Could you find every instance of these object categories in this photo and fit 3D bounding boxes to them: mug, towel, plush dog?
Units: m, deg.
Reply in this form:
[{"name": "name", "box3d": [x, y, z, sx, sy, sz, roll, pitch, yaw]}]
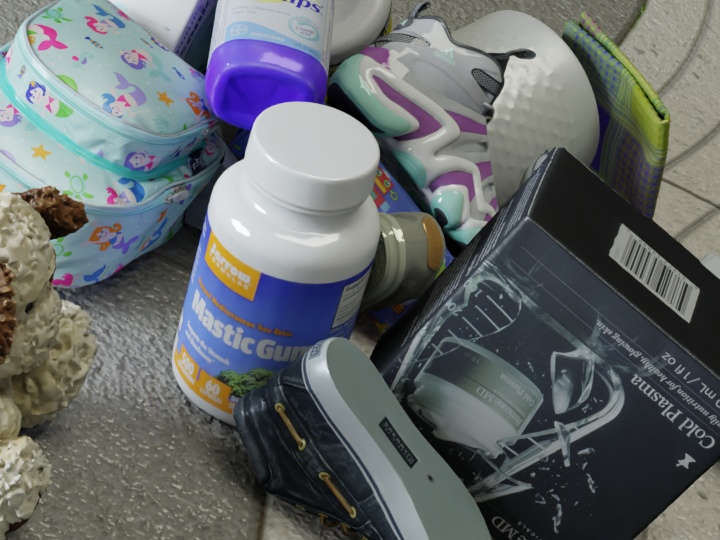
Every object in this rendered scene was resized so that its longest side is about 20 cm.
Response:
[{"name": "mug", "box3d": [0.089, -0.083, 1.850, 0.175, 0.148, 0.200, -30, 67, -32]}, {"name": "towel", "box3d": [0.187, -0.087, 1.899, 0.023, 0.200, 0.144, -17, 52, -25]}, {"name": "plush dog", "box3d": [-0.227, 0.030, 1.387, 0.160, 0.172, 0.200, 23, 30, -7]}]

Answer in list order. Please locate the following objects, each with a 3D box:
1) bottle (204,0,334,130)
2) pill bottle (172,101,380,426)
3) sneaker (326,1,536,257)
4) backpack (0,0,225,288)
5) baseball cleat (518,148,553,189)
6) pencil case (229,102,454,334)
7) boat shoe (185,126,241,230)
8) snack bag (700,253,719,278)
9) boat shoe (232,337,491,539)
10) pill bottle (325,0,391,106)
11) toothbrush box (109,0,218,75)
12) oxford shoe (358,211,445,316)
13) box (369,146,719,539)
[{"name": "bottle", "box3d": [-0.060, -0.179, 1.680, 0.083, 0.065, 0.200, 13, 42, -7]}, {"name": "pill bottle", "box3d": [-0.050, -0.004, 1.544, 0.112, 0.200, 0.112, 10, 38, -8]}, {"name": "sneaker", "box3d": [0.083, -0.104, 1.741, 0.200, 0.140, 0.078, 53, -16, -23]}, {"name": "backpack", "box3d": [-0.197, -0.086, 1.631, 0.177, 0.151, 0.200, 39, 37, 8]}, {"name": "baseball cleat", "box3d": [0.151, 0.012, 1.734, 0.069, 0.201, 0.106, -15, -6, -2]}, {"name": "pencil case", "box3d": [-0.012, -0.046, 1.720, 0.200, 0.087, 0.078, 50, 58, -10]}, {"name": "boat shoe", "box3d": [-0.133, -0.101, 1.771, 0.067, 0.074, 0.200, -15, 49, -47]}, {"name": "snack bag", "box3d": [0.310, 0.060, 1.835, 0.200, 0.021, 0.188, 38, 32, 18]}, {"name": "boat shoe", "box3d": [0.005, 0.143, 1.517, 0.201, 0.091, 0.071, 58, 33, -2]}, {"name": "pill bottle", "box3d": [-0.031, -0.181, 1.859, 0.112, 0.113, 0.200, 33, -12, 9]}, {"name": "toothbrush box", "box3d": [-0.132, -0.218, 1.800, 0.085, 0.147, 0.200, 26, -3, 6]}, {"name": "oxford shoe", "box3d": [0.000, 0.000, 1.637, 0.058, 0.200, 0.076, -8, 84, -26]}, {"name": "box", "box3d": [0.133, 0.067, 1.565, 0.200, 0.197, 0.124, 39, 30, -5]}]
